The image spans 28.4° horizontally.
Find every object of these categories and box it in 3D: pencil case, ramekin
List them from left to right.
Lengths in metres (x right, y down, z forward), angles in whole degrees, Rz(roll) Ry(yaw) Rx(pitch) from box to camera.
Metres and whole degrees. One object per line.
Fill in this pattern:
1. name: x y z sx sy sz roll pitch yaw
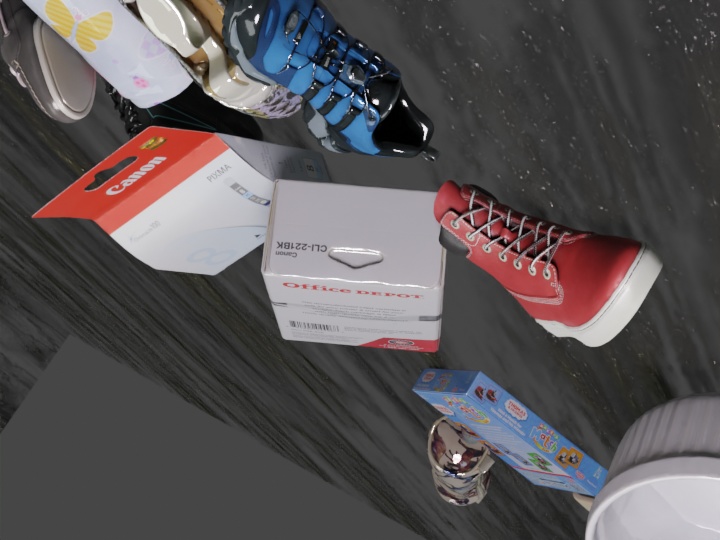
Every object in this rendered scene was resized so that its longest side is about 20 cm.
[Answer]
1. pencil case: -0.194 -0.209 1.038 0.083 0.091 0.200 -14 137 37
2. pencil case: 0.131 0.251 1.847 0.090 0.078 0.200 50 171 19
3. ramekin: 0.281 0.187 1.108 0.198 0.105 0.201 13 135 13

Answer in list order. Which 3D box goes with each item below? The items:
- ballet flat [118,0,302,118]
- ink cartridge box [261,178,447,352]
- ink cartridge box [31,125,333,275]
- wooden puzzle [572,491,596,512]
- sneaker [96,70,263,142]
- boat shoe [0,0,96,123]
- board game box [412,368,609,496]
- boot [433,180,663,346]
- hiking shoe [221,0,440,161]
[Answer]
1. ballet flat: -0.110 -0.161 1.010 0.072 0.072 0.200 16 156 51
2. ink cartridge box: 0.000 0.000 1.191 0.143 0.085 0.200 5 163 3
3. ink cartridge box: -0.142 -0.054 1.172 0.159 0.048 0.199 -30 160 34
4. wooden puzzle: 0.363 0.335 1.693 0.185 0.037 0.199 42 164 -31
5. sneaker: -0.180 -0.146 1.228 0.199 0.080 0.075 36 166 -3
6. boat shoe: -0.248 -0.183 1.080 0.067 0.057 0.201 31 -145 -53
7. board game box: 0.169 0.182 1.621 0.199 0.037 0.151 37 165 -16
8. boot: 0.121 -0.016 1.005 0.144 0.073 0.200 37 169 -7
9. hiking shoe: -0.014 -0.135 0.930 0.086 0.075 0.200 16 169 30
